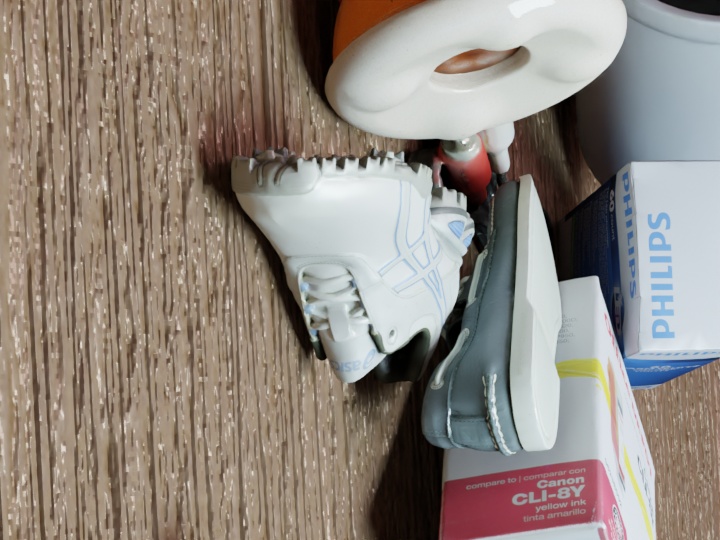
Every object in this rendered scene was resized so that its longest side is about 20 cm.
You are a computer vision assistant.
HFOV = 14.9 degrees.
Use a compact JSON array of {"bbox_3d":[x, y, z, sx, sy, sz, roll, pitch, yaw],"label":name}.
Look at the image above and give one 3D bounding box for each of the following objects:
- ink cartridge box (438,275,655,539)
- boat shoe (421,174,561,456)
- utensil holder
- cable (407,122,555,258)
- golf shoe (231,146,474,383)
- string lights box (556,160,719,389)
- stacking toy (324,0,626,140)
[{"bbox_3d":[0.097,0.119,1.383,0.200,0.083,0.145,-85,160,-54],"label":"ink cartridge box"},{"bbox_3d":[0.063,0.019,1.348,0.200,0.062,0.073,-84,159,-54],"label":"boat shoe"},{"bbox_3d":[0.204,-0.143,1.579,0.200,0.170,0.170,84,14,-56],"label":"utensil holder"},{"bbox_3d":[0.074,-0.037,1.450,0.200,0.050,0.097,58,38,-48],"label":"cable"},{"bbox_3d":[0.000,0.000,1.236,0.200,0.078,0.097,26,68,-64],"label":"golf shoe"},{"bbox_3d":[0.155,0.006,1.517,0.200,0.059,0.103,134,-45,-79],"label":"string lights box"},{"bbox_3d":[0.036,-0.175,1.319,0.146,0.146,0.200,29,44,-64],"label":"stacking toy"}]
